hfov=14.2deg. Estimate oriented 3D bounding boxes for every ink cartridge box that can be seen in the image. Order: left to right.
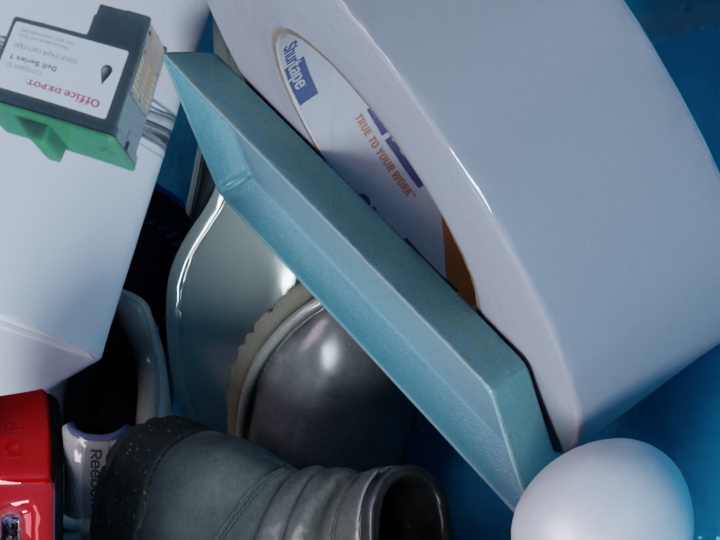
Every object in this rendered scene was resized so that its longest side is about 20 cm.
[{"bbox_3d":[-0.120,-0.057,1.015,0.146,0.084,0.201,-28,43,64],"label":"ink cartridge box"}]

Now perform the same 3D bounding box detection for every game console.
[{"bbox_3d":[-0.107,0.148,0.893,0.177,0.031,0.201,111,159,-73],"label":"game console"}]

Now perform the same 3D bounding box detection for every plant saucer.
[{"bbox_3d":[0.000,0.000,0.902,0.200,0.019,0.070,45,162,42],"label":"plant saucer"}]

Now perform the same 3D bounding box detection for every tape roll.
[{"bbox_3d":[0.030,-0.045,0.862,0.066,0.201,0.200,-35,45,-10],"label":"tape roll"}]

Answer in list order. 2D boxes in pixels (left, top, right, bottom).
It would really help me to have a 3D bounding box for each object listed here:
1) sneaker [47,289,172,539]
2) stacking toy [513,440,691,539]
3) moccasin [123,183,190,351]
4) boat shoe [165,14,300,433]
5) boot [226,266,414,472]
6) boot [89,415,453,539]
[{"bbox_3d":[-0.097,0.099,1.012,0.087,0.074,0.201,110,158,-68],"label":"sneaker"},{"bbox_3d":[0.033,0.138,0.804,0.146,0.146,0.200,31,87,49],"label":"stacking toy"},{"bbox_3d":[-0.130,0.053,1.119,0.200,0.080,0.068,-51,8,23],"label":"moccasin"},{"bbox_3d":[-0.028,-0.029,1.052,0.062,0.072,0.201,-55,-30,-80],"label":"boat shoe"},{"bbox_3d":[0.012,0.124,0.954,0.200,0.072,0.182,-117,33,-44],"label":"boot"},{"bbox_3d":[-0.036,0.150,0.920,0.130,0.068,0.201,14,101,45],"label":"boot"}]
